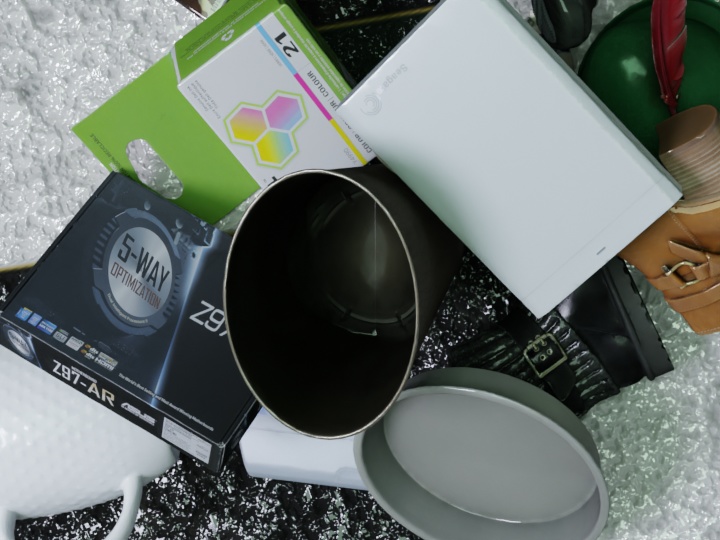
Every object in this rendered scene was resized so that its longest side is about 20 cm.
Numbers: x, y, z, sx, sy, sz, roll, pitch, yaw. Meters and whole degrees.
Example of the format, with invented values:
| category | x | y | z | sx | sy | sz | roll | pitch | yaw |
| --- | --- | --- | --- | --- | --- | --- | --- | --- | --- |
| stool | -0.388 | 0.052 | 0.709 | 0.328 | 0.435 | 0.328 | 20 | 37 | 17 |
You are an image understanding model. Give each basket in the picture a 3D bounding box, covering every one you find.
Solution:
| category | x | y | z | sx | sy | sz | roll | pitch | yaw |
| --- | --- | --- | --- | --- | --- | --- | --- | --- | --- |
| basket | 0.000 | 0.000 | 1.073 | 0.134 | 0.200 | 0.183 | 4 | 105 | 15 |

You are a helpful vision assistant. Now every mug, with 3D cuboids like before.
| category | x | y | z | sx | sy | sz | roll | pitch | yaw |
| --- | --- | --- | --- | --- | --- | --- | --- | --- | --- |
| mug | -0.231 | 0.139 | 1.175 | 0.173 | 0.148 | 0.202 | -6 | 61 | 0 |

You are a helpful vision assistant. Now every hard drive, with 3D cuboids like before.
| category | x | y | z | sx | sy | sz | roll | pitch | yaw |
| --- | --- | --- | --- | --- | --- | --- | --- | --- | --- |
| hard drive | 0.098 | -0.081 | 1.002 | 0.200 | 0.026 | 0.132 | 44 | 113 | -9 |

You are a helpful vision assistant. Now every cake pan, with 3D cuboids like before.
| category | x | y | z | sx | sy | sz | roll | pitch | yaw |
| --- | --- | --- | --- | --- | --- | --- | --- | --- | --- |
| cake pan | 0.093 | 0.145 | 1.136 | 0.198 | 0.037 | 0.202 | 13 | 136 | 13 |

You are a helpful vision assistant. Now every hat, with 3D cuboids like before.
| category | x | y | z | sx | sy | sz | roll | pitch | yaw |
| --- | --- | --- | --- | --- | --- | --- | --- | --- | --- |
| hat | 0.177 | -0.130 | 1.055 | 0.164 | 0.175 | 0.203 | 12 | 98 | 39 |

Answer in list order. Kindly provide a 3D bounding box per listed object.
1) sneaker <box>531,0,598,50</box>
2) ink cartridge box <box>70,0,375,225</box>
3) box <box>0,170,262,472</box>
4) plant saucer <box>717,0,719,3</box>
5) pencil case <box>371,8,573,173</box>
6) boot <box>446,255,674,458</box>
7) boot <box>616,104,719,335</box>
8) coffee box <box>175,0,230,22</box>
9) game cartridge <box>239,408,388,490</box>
| category | x | y | z | sx | sy | sz | roll | pitch | yaw |
| --- | --- | --- | --- | --- | --- | --- | --- | --- | --- |
| sneaker | 0.176 | -0.240 | 1.101 | 0.114 | 0.202 | 0.076 | -6 | 136 | 0 |
| ink cartridge box | -0.099 | -0.104 | 1.159 | 0.199 | 0.076 | 0.148 | -36 | 121 | 8 |
| box | -0.148 | 0.035 | 1.142 | 0.198 | 0.044 | 0.161 | 30 | 56 | 8 |
| plant saucer | 0.307 | -0.108 | 1.146 | 0.197 | 0.037 | 0.203 | 1 | 93 | 9 |
| pencil case | 0.081 | -0.130 | 1.101 | 0.077 | 0.199 | 0.091 | 5 | 110 | 35 |
| boot | 0.129 | 0.024 | 1.158 | 0.156 | 0.079 | 0.213 | -26 | 89 | 9 |
| boot | 0.205 | -0.019 | 1.078 | 0.198 | 0.077 | 0.156 | -25 | 118 | 24 |
| coffee box | -0.158 | -0.291 | 1.191 | 0.199 | 0.080 | 0.114 | 35 | 98 | 6 |
| game cartridge | -0.035 | 0.070 | 1.210 | 0.131 | 0.042 | 0.203 | 5 | 93 | 5 |
